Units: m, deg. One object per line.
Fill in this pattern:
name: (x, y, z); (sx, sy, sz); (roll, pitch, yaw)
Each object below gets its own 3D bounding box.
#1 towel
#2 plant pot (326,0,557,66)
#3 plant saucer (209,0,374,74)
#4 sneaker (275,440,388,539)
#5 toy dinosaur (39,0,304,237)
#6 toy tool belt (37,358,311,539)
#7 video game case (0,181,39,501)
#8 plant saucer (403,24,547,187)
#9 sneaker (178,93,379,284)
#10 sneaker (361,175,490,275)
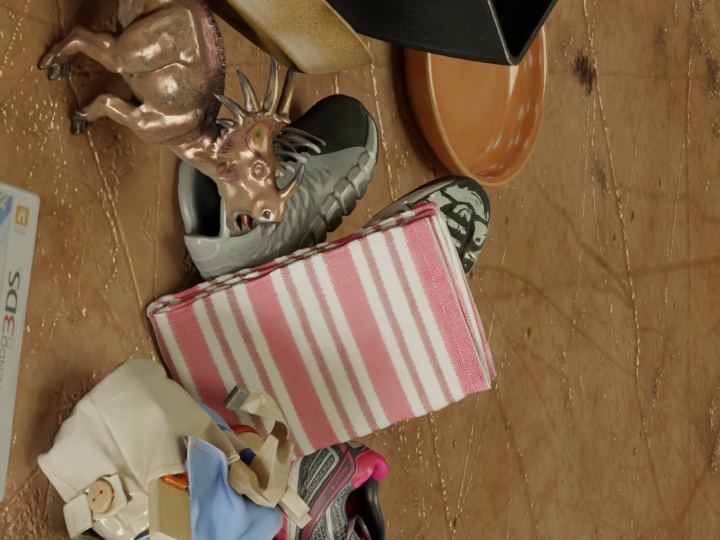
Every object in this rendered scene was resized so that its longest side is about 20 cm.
towel: (-0.023, 0.047, 1.573); (0.030, 0.200, 0.146); (-107, 177, -59)
plant pot: (0.034, -0.270, 1.648); (0.200, 0.177, 0.200); (-59, 138, -41)
plant saucer: (-0.079, -0.178, 1.478); (0.035, 0.200, 0.200); (-51, 142, -3)
sneaker: (-0.020, 0.215, 1.664); (0.081, 0.075, 0.200); (-14, 103, -58)
toy dinosaur: (-0.107, -0.124, 1.453); (0.086, 0.135, 0.200); (-57, 136, -42)
toy tool belt: (-0.094, 0.139, 1.479); (0.125, 0.123, 0.200); (-52, 147, 12)
video game case: (-0.251, 0.026, 1.322); (0.200, 0.022, 0.182); (20, 73, -58)
plant saucer: (0.086, -0.164, 1.875); (0.200, 0.037, 0.200); (2, 88, -60)
sneaker: (-0.058, -0.071, 1.600); (0.116, 0.075, 0.200); (59, 44, -38)
sneaker: (0.000, 0.000, 1.615); (0.074, 0.200, 0.085); (42, 14, -26)
